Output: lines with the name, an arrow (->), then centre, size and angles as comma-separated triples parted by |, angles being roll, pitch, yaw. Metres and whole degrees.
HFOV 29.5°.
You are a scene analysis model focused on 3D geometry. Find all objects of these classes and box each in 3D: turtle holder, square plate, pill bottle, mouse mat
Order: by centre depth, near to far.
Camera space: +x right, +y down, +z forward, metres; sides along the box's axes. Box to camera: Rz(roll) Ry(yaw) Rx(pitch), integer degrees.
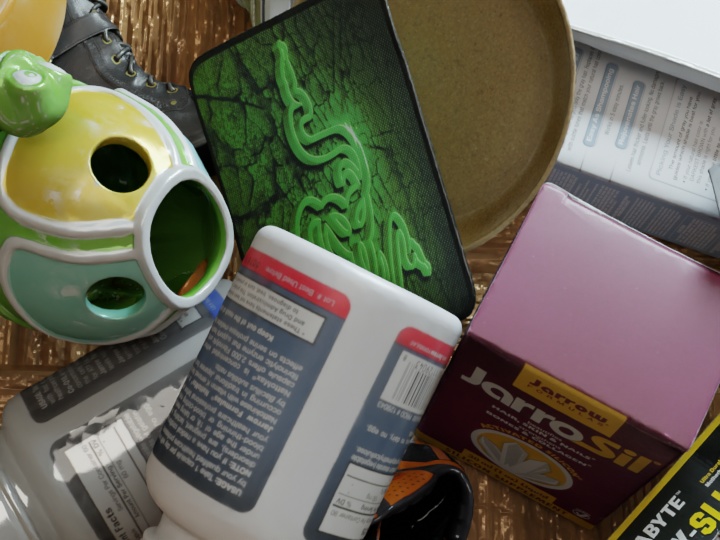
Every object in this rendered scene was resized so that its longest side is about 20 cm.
pill bottle -> -0.041, 0.090, 0.703 | 0.119, 0.120, 0.201 | 26, 89, 4
turtle holder -> -0.145, -0.046, 0.741 | 0.131, 0.187, 0.141 | 14, 32, 32
mouse mat -> -0.022, -0.052, 0.791 | 0.008, 0.160, 0.201 | -16, 88, -52
pill bottle -> -0.136, 0.100, 0.795 | 0.199, 0.114, 0.114 | -30, 77, -12
square plate -> 0.221, -0.186, 0.924 | 0.197, 0.029, 0.201 | 19, 45, 3

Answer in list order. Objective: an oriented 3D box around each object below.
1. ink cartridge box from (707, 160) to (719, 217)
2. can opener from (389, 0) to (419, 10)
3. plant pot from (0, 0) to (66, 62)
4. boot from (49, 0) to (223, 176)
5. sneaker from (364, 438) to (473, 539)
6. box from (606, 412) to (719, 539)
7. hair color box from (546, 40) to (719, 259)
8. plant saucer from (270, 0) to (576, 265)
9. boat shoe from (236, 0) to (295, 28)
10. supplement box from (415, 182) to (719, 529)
ink cartridge box -> 0.241, -0.016, 0.782 | 0.039, 0.200, 0.100 | -31, 95, 19
can opener -> 0.042, -0.154, 0.852 | 0.200, 0.053, 0.067 | 36, 34, -6
plant pot -> -0.305, -0.192, 0.808 | 0.199, 0.183, 0.201 | -7, 61, 13
boot -> -0.156, -0.134, 0.892 | 0.199, 0.069, 0.175 | -27, 77, -10
sneaker -> -0.022, 0.164, 0.776 | 0.200, 0.112, 0.078 | -36, 103, -13
box -> 0.210, 0.166, 0.758 | 0.160, 0.200, 0.049 | -43, 47, -14
hair color box -> 0.183, -0.086, 0.906 | 0.199, 0.061, 0.099 | 20, 72, 2
plant saucer -> 0.038, -0.103, 0.787 | 0.199, 0.035, 0.202 | -1, 87, 31
boat shoe -> -0.058, -0.203, 0.915 | 0.062, 0.072, 0.201 | -13, 52, 15
supplement box -> 0.121, 0.058, 0.780 | 0.130, 0.200, 0.104 | 28, 67, 6
